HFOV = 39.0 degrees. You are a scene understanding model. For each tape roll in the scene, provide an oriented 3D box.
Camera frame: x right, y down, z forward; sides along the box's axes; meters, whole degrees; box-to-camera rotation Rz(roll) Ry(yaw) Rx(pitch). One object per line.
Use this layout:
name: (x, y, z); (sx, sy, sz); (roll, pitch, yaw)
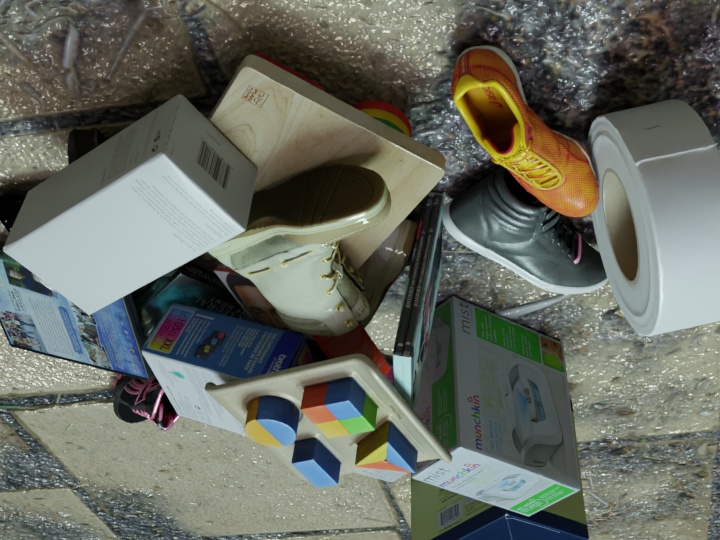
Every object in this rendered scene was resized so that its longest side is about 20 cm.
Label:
tape roll: (0.262, -0.047, 0.898); (0.070, 0.203, 0.203); (-11, 142, 1)

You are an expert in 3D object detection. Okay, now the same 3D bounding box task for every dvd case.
dvd case: (0.059, 0.042, 1.031); (0.022, 0.201, 0.146); (9, 143, 9)
dvd case: (-0.328, 0.048, 1.124); (0.199, 0.018, 0.143); (10, 132, 21)

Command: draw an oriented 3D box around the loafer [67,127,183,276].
loafer: (-0.216, -0.075, 1.006); (0.071, 0.073, 0.200); (-22, 141, 11)

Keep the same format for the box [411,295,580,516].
box: (0.150, 0.159, 1.182); (0.176, 0.201, 0.097); (24, 137, -25)

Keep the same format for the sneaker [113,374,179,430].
sneaker: (-0.259, 0.164, 1.294); (0.079, 0.096, 0.200); (25, 139, -31)

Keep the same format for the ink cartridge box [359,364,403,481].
ink cartridge box: (0.038, 0.192, 1.319); (0.136, 0.077, 0.200); (20, 141, -23)

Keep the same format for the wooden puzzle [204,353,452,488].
wooden puzzle: (-0.033, 0.161, 1.009); (0.199, 0.046, 0.185); (-11, 137, 29)

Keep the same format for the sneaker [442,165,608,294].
sneaker: (0.191, -0.041, 1.020); (0.199, 0.071, 0.099); (22, 143, -19)

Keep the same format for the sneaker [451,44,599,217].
sneaker: (0.143, -0.108, 0.905); (0.073, 0.077, 0.200); (-27, 123, 37)

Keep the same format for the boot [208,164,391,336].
boot: (-0.028, -0.011, 0.928); (0.199, 0.072, 0.155); (-14, 132, 34)

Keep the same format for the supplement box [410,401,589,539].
supplement box: (0.173, 0.275, 1.332); (0.134, 0.201, 0.200); (22, 138, -25)

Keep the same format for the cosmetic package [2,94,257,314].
cosmetic package: (-0.202, -0.053, 0.895); (0.199, 0.085, 0.108); (-24, 130, 27)

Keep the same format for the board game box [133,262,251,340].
board game box: (-0.172, 0.068, 1.179); (0.135, 0.028, 0.200); (-40, 134, 26)

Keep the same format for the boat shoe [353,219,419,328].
boat shoe: (0.000, 0.000, 1.094); (0.069, 0.074, 0.200); (24, 141, -5)

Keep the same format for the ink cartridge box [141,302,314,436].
ink cartridge box: (-0.118, 0.121, 1.102); (0.199, 0.077, 0.137); (14, 146, 22)

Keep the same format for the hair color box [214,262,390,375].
hair color box: (-0.060, 0.054, 1.100); (0.101, 0.061, 0.200); (5, 138, 47)

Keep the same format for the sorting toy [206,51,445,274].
sorting toy: (-0.053, -0.099, 0.942); (0.198, 0.070, 0.200); (25, 137, -18)

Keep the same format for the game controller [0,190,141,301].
game controller: (-0.313, -0.018, 1.099); (0.104, 0.042, 0.200); (-6, 142, 10)
